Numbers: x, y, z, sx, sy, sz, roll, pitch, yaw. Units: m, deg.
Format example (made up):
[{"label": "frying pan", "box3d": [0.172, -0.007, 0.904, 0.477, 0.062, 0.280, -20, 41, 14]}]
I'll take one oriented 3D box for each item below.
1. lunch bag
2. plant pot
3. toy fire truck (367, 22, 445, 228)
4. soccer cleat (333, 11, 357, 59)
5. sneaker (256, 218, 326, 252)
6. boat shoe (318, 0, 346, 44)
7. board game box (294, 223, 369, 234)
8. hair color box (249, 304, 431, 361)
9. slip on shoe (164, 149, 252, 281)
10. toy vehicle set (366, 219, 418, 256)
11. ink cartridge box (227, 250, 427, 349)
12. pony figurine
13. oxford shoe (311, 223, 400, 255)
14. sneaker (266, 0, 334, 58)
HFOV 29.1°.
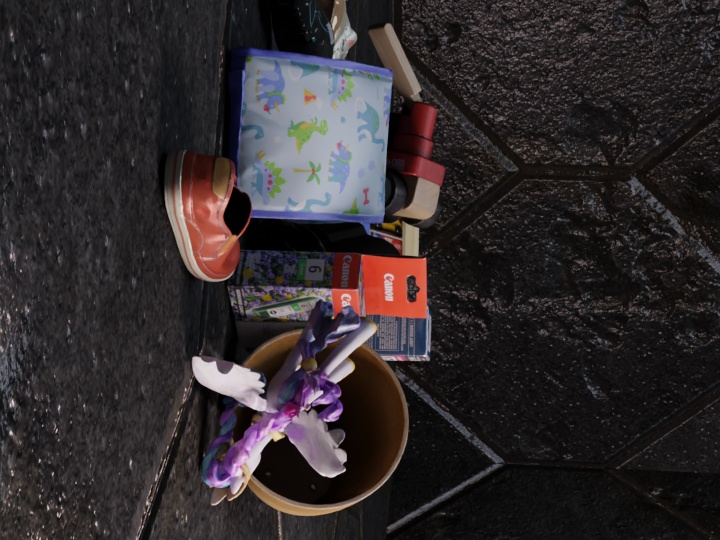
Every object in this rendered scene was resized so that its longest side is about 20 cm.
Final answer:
[{"label": "lunch bag", "box3d": [-0.067, -0.135, 1.432, 0.199, 0.127, 0.172, -1, 93, -56]}, {"label": "plant pot", "box3d": [-0.060, 0.183, 1.474, 0.200, 0.185, 0.188, 115, -19, -65]}, {"label": "toy fire truck", "box3d": [0.010, -0.164, 1.561, 0.128, 0.175, 0.202, 17, 85, -52]}, {"label": "soccer cleat", "box3d": [-0.043, -0.286, 1.809, 0.069, 0.077, 0.202, 120, -26, -73]}, {"label": "sneaker", "box3d": [-0.064, 0.006, 1.576, 0.104, 0.060, 0.200, 41, -18, 32]}, {"label": "boat shoe", "box3d": [-0.057, -0.372, 1.766, 0.069, 0.073, 0.202, 52, 38, -63]}, {"label": "board game box", "box3d": [-0.047, -0.104, 1.689, 0.134, 0.045, 0.202, -23, 121, -44]}, {"label": "hair color box", "box3d": [-0.020, 0.069, 1.573, 0.100, 0.198, 0.061, 51, 41, -81]}, {"label": "slip on shoe", "box3d": [-0.122, -0.042, 1.183, 0.200, 0.061, 0.075, 83, 9, -68]}, {"label": "toy vehicle set", "box3d": [-0.009, -0.075, 1.781, 0.026, 0.199, 0.125, -23, 120, -44]}, {"label": "ink cartridge box", "box3d": [-0.031, 0.033, 1.434, 0.109, 0.198, 0.051, 85, 8, -52]}, {"label": "pony figurine", "box3d": [-0.068, 0.119, 1.288, 0.200, 0.166, 0.193, -50, 174, -28]}, {"label": "oxford shoe", "box3d": [0.000, 0.000, 1.597, 0.200, 0.071, 0.072, -134, -140, -60]}, {"label": "sneaker", "box3d": [-0.081, -0.297, 1.568, 0.079, 0.075, 0.201, -60, 146, -55]}]
